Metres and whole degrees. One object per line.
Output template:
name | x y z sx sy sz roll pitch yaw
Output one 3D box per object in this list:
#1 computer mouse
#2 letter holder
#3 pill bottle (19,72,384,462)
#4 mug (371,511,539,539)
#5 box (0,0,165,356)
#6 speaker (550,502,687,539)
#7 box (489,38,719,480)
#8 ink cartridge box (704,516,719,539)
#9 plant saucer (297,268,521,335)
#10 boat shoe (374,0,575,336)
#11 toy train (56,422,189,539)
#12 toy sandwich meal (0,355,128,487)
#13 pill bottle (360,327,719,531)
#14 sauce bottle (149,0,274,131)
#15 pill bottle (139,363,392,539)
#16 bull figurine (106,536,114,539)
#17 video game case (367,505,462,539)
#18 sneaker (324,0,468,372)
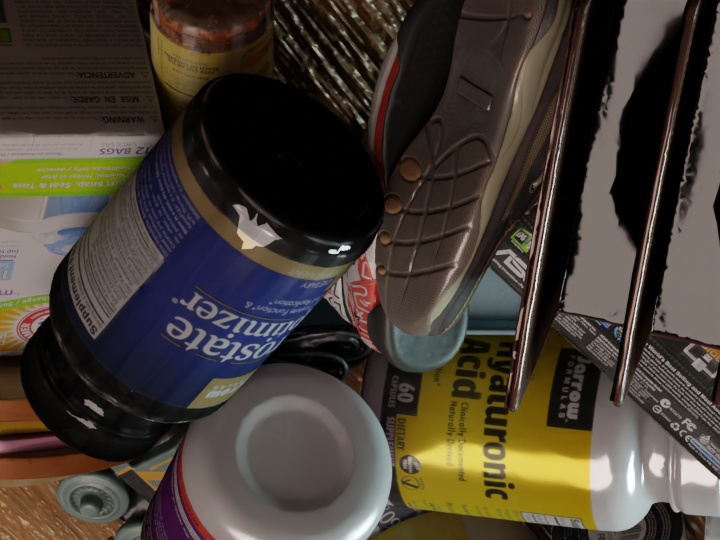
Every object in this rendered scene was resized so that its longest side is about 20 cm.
computer mouse | -0.063 0.069 1.496 0.137 0.053 0.200 4 166 0
letter holder | 0.135 -0.037 1.195 0.100 0.142 0.201 13 115 11
pill bottle | -0.085 0.004 1.323 0.111 0.112 0.200 31 127 -15
mug | 0.049 0.250 1.575 0.185 0.153 0.150 -11 125 -10
box | -0.180 -0.049 1.400 0.112 0.102 0.200 -2 145 -20
speaker | 0.167 0.217 1.616 0.081 0.082 0.201 4 138 18
box | 0.188 -0.006 1.315 0.200 0.048 0.193 42 126 -3
ink cartridge box | 0.273 0.193 1.541 0.145 0.085 0.201 8 141 14
plant saucer | 0.000 0.000 1.453 0.199 0.019 0.070 -1 94 22
boat shoe | 0.072 -0.056 1.282 0.073 0.074 0.201 10 112 -35
toy train | -0.100 0.136 1.635 0.114 0.086 0.200 -27 122 28
toy sandwich meal | -0.209 0.053 1.504 0.204 0.205 0.071 15 118 5
pill bottle | 0.106 0.084 1.460 0.199 0.112 0.112 5 139 16
sauce bottle | -0.077 -0.078 1.385 0.066 0.066 0.201 13 143 7
pill bottle | -0.058 0.136 1.455 0.112 0.113 0.200 23 151 -5
bull figurine | -0.139 0.238 1.684 0.121 0.200 0.065 29 121 14
video game case | -0.021 0.181 1.615 0.199 0.019 0.143 -35 125 5
sneaker | 0.015 -0.059 1.362 0.067 0.108 0.203 -6 113 -26
